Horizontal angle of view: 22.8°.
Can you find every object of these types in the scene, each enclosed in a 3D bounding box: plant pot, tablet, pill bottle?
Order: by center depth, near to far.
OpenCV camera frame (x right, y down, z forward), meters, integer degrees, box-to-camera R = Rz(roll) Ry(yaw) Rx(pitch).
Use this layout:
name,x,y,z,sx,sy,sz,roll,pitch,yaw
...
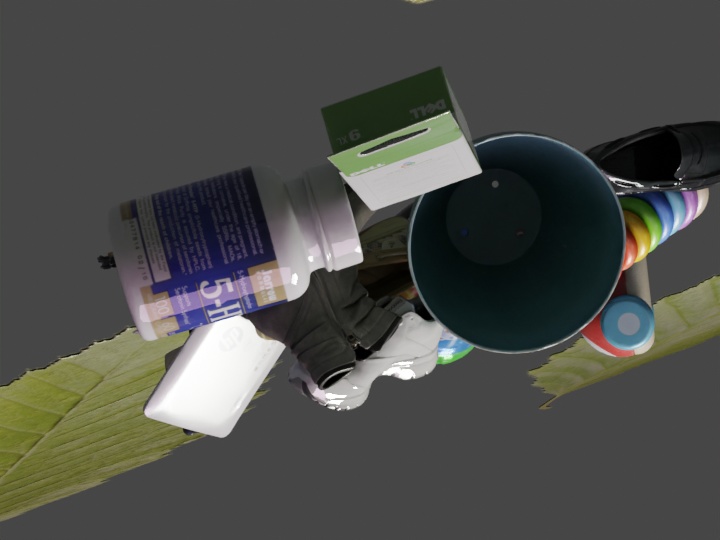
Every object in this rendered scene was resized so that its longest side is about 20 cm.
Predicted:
name,x,y,z,sx,sy,sz,roll,pitch,yaw
pill bottle,-0.105,-0.023,1.512,0.199,0.120,0.120,-16,168,-3
plant pot,0.134,-0.038,1.662,0.199,0.201,0.135,-16,-166,-2
tablet,-0.113,0.066,1.685,0.130,0.014,0.201,24,102,-53

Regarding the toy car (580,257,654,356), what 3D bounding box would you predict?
name,x,y,z,sx,sy,sz,roll,pitch,yaw
toy car,0.235,0.016,2.058,0.198,0.178,0.184,-6,-179,10

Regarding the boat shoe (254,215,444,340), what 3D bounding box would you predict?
name,x,y,z,sx,sy,sz,roll,pitch,yaw
boat shoe,-0.011,0.013,1.685,0.199,0.063,0.074,-32,140,-26

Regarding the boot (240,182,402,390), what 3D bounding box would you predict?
name,x,y,z,sx,sy,sz,roll,pitch,yaw
boot,-0.011,0.013,1.613,0.200,0.130,0.068,-46,168,-28

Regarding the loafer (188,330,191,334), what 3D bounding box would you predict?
name,x,y,z,sx,sy,sz,roll,pitch,yaw
loafer,-0.153,0.057,1.945,0.071,0.074,0.200,-5,161,-8

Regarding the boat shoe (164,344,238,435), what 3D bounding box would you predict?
name,x,y,z,sx,sy,sz,roll,pitch,yaw
boat shoe,-0.133,0.105,1.786,0.074,0.093,0.200,-9,168,-27

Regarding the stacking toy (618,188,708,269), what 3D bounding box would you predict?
name,x,y,z,sx,sy,sz,roll,pitch,yaw
stacking toy,0.277,-0.044,1.822,0.085,0.086,0.200,-30,-171,47

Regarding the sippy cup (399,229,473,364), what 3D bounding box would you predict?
name,x,y,z,sx,sy,sz,roll,pitch,yaw
sippy cup,0.092,0.010,1.892,0.139,0.179,0.130,18,145,-14

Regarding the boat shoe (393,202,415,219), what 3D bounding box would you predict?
name,x,y,z,sx,sy,sz,roll,pitch,yaw
boat shoe,0.000,0.000,1.815,0.200,0.063,0.073,-51,147,10

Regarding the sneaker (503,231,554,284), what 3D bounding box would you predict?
name,x,y,z,sx,sy,sz,roll,pitch,yaw
sneaker,0.184,-0.012,1.820,0.078,0.096,0.200,-16,-160,10

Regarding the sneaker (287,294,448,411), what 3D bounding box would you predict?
name,x,y,z,sx,sy,sz,roll,pitch,yaw
sneaker,0.007,0.065,1.652,0.200,0.074,0.087,-24,142,-48

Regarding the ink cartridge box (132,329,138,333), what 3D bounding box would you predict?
name,x,y,z,sx,sy,sz,roll,pitch,yaw
ink cartridge box,-0.123,0.007,1.738,0.199,0.068,0.115,-5,164,-45

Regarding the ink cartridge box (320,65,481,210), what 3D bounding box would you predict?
name,x,y,z,sx,sy,sz,roll,pitch,yaw
ink cartridge box,0.031,-0.111,1.443,0.103,0.060,0.200,-18,167,7

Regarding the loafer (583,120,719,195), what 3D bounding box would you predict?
name,x,y,z,sx,sy,sz,roll,pitch,yaw
loafer,0.315,-0.112,1.787,0.199,0.069,0.070,-10,176,-12

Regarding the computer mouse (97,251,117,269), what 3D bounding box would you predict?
name,x,y,z,sx,sy,sz,roll,pitch,yaw
computer mouse,-0.148,-0.036,1.625,0.199,0.034,0.059,-13,-172,8
